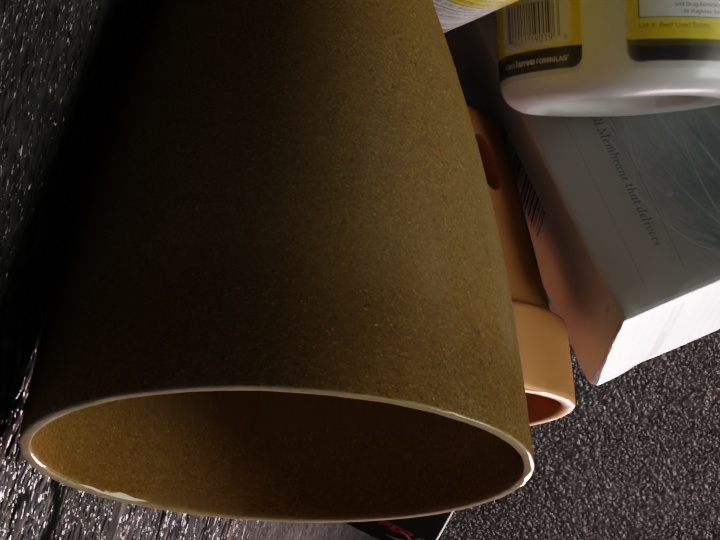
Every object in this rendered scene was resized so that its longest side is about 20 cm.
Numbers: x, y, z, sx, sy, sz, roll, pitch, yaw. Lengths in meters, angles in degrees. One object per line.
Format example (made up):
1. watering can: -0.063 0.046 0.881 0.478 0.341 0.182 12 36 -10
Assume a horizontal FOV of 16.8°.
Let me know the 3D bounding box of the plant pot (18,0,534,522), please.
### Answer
1. plant pot: -0.025 -0.024 0.909 0.187 0.185 0.201 89 4 -71

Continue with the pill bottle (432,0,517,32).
1. pill bottle: 0.036 -0.159 0.984 0.199 0.114 0.115 -17 -131 51

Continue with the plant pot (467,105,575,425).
1. plant pot: 0.000 0.000 1.156 0.200 0.199 0.141 75 14 -80

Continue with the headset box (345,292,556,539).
1. headset box: 0.017 0.034 1.309 0.201 0.148 0.077 -62 -177 30

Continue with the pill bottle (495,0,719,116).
1. pill bottle: 0.112 -0.172 1.069 0.112 0.111 0.202 14 73 -85

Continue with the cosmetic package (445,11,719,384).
1. cosmetic package: 0.166 -0.084 1.188 0.123 0.199 0.200 97 -31 -72
